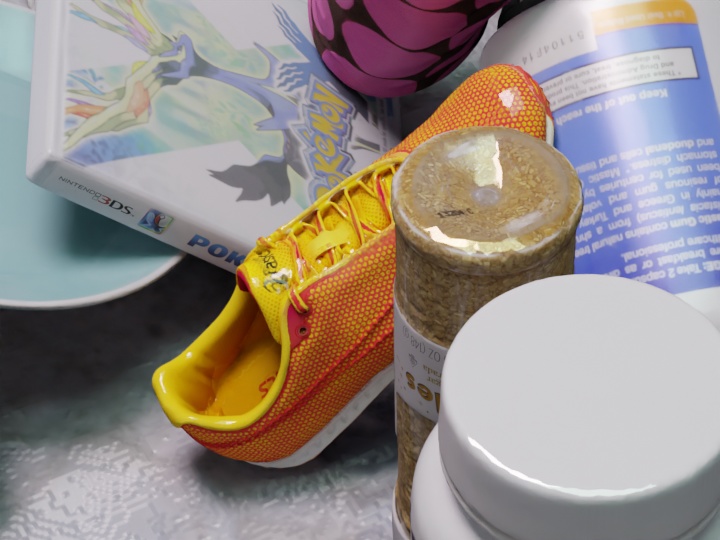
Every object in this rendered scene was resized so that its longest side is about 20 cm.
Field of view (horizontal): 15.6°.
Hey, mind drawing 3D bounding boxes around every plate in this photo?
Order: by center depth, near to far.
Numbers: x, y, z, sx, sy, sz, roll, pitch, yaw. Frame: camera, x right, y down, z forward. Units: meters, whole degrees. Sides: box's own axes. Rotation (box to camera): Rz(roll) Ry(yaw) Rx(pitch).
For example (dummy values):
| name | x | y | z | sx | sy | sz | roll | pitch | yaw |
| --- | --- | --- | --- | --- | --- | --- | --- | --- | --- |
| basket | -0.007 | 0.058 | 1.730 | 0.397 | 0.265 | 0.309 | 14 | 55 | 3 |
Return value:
| name | x | y | z | sx | sy | sz | roll | pitch | yaw |
| --- | --- | --- | --- | --- | --- | --- | --- | --- | --- |
| plate | -0.161 | -0.047 | 1.092 | 0.200 | 0.026 | 0.200 | 14 | 38 | -11 |

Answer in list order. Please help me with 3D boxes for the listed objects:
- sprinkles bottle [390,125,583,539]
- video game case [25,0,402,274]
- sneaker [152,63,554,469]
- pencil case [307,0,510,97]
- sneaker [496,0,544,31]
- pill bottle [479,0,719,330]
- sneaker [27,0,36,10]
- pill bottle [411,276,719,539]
| name | x | y | z | sx | sy | sz | roll | pitch | yaw |
| --- | --- | --- | --- | --- | --- | --- | --- | --- | --- |
| sprinkles bottle | 0.044 | 0.040 | 0.969 | 0.068 | 0.200 | 0.068 | -1 | 46 | 1 |
| video game case | -0.058 | -0.078 | 1.138 | 0.182 | 0.022 | 0.200 | 24 | 40 | -26 |
| sneaker | 0.000 | 0.000 | 1.024 | 0.200 | 0.077 | 0.073 | -50 | 49 | 13 |
| pencil case | 0.037 | -0.134 | 1.096 | 0.094 | 0.200 | 0.091 | -42 | 92 | -16 |
| sneaker | 0.077 | -0.081 | 1.174 | 0.087 | 0.076 | 0.200 | -15 | 48 | -5 |
| pill bottle | 0.119 | -0.006 | 1.041 | 0.112 | 0.112 | 0.200 | -9 | 73 | -7 |
| sneaker | -0.112 | -0.116 | 1.205 | 0.075 | 0.081 | 0.200 | -15 | 49 | -16 |
| pill bottle | 0.074 | 0.104 | 0.897 | 0.113 | 0.200 | 0.113 | 0 | 47 | 0 |
